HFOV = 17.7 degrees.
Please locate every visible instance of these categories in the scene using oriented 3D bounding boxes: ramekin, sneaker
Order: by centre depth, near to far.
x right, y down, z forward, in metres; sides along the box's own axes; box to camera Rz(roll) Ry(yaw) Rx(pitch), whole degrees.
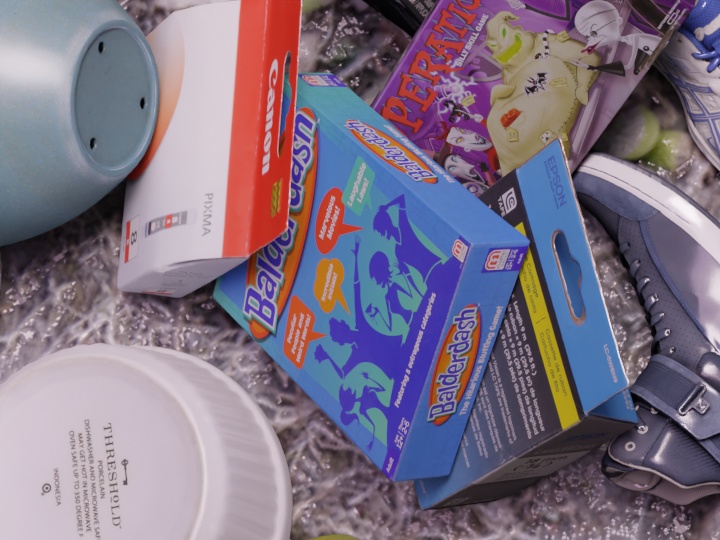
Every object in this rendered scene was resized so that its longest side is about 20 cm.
[{"bbox_3d":[0.161,0.038,1.297,0.202,0.077,0.146,42,88,20],"label":"sneaker"},{"bbox_3d":[0.205,-0.118,1.320,0.075,0.088,0.200,-41,70,1],"label":"sneaker"},{"bbox_3d":[-0.148,0.134,1.352,0.202,0.094,0.203,-4,75,16],"label":"ramekin"}]

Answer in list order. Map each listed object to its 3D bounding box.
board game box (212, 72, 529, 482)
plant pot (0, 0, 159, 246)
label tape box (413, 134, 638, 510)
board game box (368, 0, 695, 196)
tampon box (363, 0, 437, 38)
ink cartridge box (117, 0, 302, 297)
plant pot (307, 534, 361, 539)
[{"bbox_3d":[0.000,0.000,1.297,0.200,0.045,0.152,43,125,43],"label":"board game box"},{"bbox_3d":[-0.199,-0.104,1.360,0.135,0.200,0.201,6,78,28],"label":"plant pot"},{"bbox_3d":[0.092,0.032,1.266,0.200,0.063,0.145,-36,62,50],"label":"label tape box"},{"bbox_3d":[0.087,-0.111,1.295,0.120,0.032,0.200,31,129,-4],"label":"board game box"},{"bbox_3d":[0.065,-0.244,1.345,0.200,0.150,0.126,-48,52,0],"label":"tampon box"},{"bbox_3d":[-0.090,-0.079,1.345,0.050,0.200,0.163,8,76,-18],"label":"ink cartridge box"},{"bbox_3d":[0.011,0.250,1.240,0.200,0.200,0.193,-45,57,1],"label":"plant pot"}]
